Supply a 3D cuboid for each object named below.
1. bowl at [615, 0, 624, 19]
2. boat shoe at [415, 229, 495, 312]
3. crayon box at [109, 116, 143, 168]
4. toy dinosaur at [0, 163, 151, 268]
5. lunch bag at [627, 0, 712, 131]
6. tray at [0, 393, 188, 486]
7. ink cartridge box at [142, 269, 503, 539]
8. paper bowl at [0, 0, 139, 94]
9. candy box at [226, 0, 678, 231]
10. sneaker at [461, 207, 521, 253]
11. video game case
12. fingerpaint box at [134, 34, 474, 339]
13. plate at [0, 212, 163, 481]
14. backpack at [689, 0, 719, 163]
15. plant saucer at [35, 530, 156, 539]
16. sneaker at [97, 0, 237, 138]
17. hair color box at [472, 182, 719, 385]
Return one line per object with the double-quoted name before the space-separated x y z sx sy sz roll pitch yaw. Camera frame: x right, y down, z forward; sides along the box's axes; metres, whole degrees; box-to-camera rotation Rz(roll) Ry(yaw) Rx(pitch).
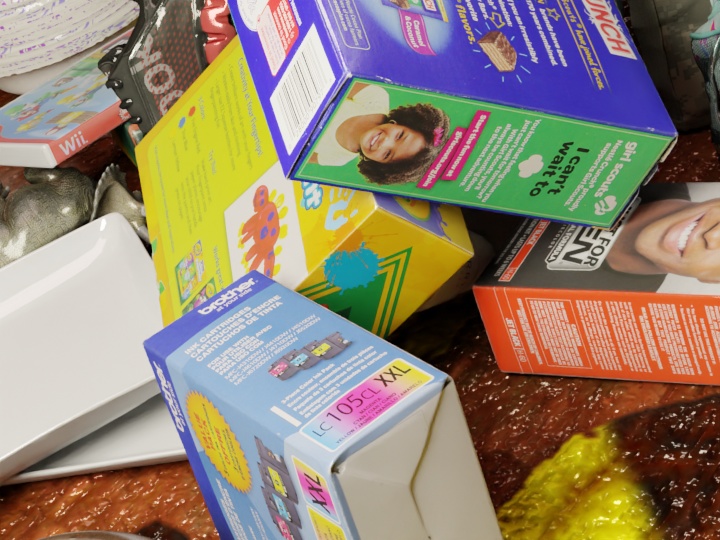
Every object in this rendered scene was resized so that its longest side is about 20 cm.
"bowl" 0.082 -0.151 1.264 0.200 0.203 0.105 10 23 42
"boat shoe" 0.000 0.000 1.185 0.069 0.072 0.199 -1 3 -37
"crayon box" -0.110 -0.119 1.413 0.126 0.051 0.200 -27 20 -9
"toy dinosaur" -0.219 -0.027 1.347 0.199 0.078 0.102 -23 23 -8
"lunch bag" 0.225 -0.202 1.246 0.200 0.165 0.117 -37 40 -24
"tray" -0.140 0.083 1.179 0.198 0.022 0.108 -10 33 20
"ink cartridge box" -0.024 0.089 0.984 0.076 0.137 0.200 -31 32 -21
"paper bowl" -0.241 -0.213 1.617 0.199 0.105 0.201 -16 31 10
"candy box" 0.041 -0.117 1.049 0.198 0.077 0.170 6 46 -30
"sneaker" 0.056 -0.043 1.201 0.199 0.081 0.076 -19 13 42
"video game case" -0.167 -0.125 1.392 0.200 0.018 0.142 -37 25 -30
"fingerpaint box" -0.036 -0.038 1.117 0.167 0.073 0.201 -45 39 27
"plate" -0.196 0.057 1.202 0.199 0.033 0.200 -28 32 -10
"backpack" 0.262 -0.122 1.059 0.174 0.155 0.200 -14 11 2
"plant saucer" -0.162 0.193 1.018 0.198 0.032 0.201 -17 31 11
"sneaker" -0.111 -0.099 1.276 0.097 0.203 0.071 -1 8 1
"hair color box" 0.169 0.005 1.065 0.198 0.062 0.102 2 38 33
